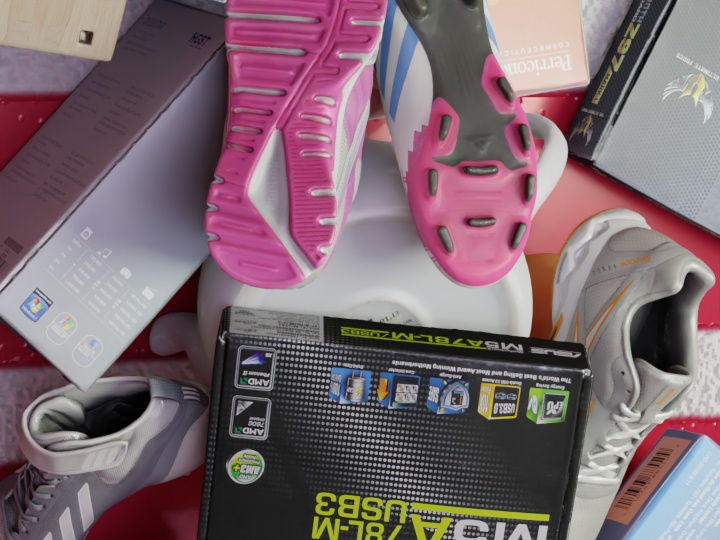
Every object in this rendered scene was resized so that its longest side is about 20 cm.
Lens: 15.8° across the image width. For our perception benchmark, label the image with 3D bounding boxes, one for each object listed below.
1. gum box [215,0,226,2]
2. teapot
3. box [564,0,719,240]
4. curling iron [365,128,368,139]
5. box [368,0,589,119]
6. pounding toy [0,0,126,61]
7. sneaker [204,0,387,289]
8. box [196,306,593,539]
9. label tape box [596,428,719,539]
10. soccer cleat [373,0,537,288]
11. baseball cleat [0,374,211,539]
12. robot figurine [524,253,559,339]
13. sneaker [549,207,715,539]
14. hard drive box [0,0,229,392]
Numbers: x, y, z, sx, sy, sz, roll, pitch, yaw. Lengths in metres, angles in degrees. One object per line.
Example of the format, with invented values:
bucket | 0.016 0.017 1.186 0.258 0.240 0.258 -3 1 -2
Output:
gum box | -0.081 -0.231 1.364 0.044 0.200 0.171 14 95 -12
teapot | 0.000 0.000 1.446 0.199 0.146 0.198 8 119 -14
box | 0.242 -0.098 1.597 0.200 0.051 0.158 27 91 -24
curling iron | -0.016 -0.081 1.513 0.049 0.026 0.201 -17 105 -15
box | 0.030 -0.191 1.454 0.152 0.106 0.201 -10 95 -20
pounding toy | -0.159 -0.233 1.360 0.142 0.200 0.185 8 112 -22
sneaker | -0.035 -0.080 1.316 0.081 0.088 0.201 12 76 3
box | 0.013 0.123 1.382 0.199 0.048 0.194 7 110 -3
label tape box | 0.224 0.215 1.579 0.200 0.066 0.143 42 78 -15
soccer cleat | 0.045 -0.088 1.354 0.070 0.086 0.201 -8 84 -16
baseball cleat | -0.169 0.108 1.422 0.200 0.070 0.106 -37 145 24
robot figurine | 0.102 0.075 1.532 0.143 0.117 0.201 12 111 -39
sneaker | 0.136 0.072 1.414 0.075 0.092 0.201 4 104 -35
hard drive box | -0.129 -0.046 1.407 0.077 0.156 0.200 44 84 -23
